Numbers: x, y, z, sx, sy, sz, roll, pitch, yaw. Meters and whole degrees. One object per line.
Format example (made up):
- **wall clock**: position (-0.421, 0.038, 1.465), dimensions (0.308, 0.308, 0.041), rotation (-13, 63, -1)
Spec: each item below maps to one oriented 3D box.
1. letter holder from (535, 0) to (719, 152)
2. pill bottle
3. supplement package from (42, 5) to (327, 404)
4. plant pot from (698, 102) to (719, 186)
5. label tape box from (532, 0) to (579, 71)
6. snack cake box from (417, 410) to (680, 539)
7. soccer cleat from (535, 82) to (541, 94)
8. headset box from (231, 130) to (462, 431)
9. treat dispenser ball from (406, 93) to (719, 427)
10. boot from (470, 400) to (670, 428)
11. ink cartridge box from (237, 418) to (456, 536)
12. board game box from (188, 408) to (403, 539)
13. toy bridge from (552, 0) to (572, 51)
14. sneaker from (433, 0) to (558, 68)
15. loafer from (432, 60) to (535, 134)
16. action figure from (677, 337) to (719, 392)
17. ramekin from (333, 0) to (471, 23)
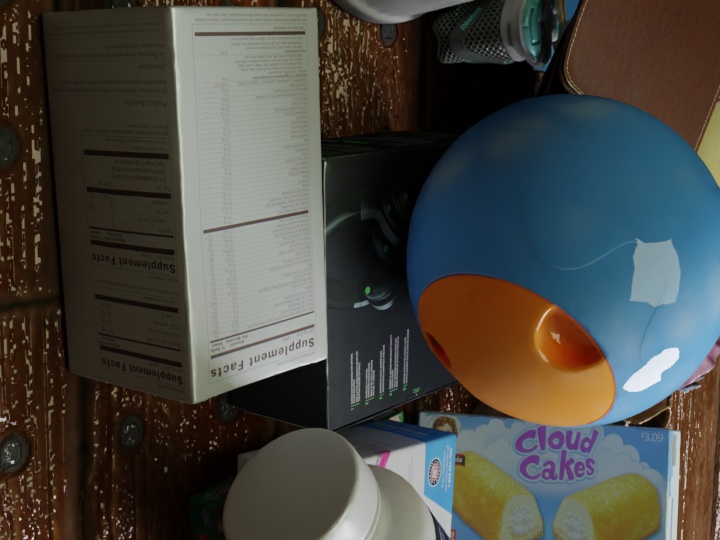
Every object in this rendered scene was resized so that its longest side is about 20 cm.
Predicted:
- **letter holder**: position (0.187, -0.165, 0.837), dimensions (0.142, 0.100, 0.201), rotation (39, 63, -24)
- **pill bottle**: position (0.005, 0.181, 0.645), dimensions (0.112, 0.110, 0.201), rotation (-56, 134, -28)
- **supplement package**: position (-0.095, -0.043, 0.635), dimensions (0.113, 0.109, 0.203), rotation (-13, 106, -49)
- **plant pot**: position (0.264, -0.069, 1.027), dimensions (0.199, 0.199, 0.143), rotation (28, 86, -49)
- **label tape box**: position (0.240, -0.248, 1.053), dimensions (0.199, 0.063, 0.146), rotation (-4, 99, -51)
- **snack cake box**: position (0.143, 0.173, 0.881), dimensions (0.067, 0.198, 0.117), rotation (19, 73, -66)
- **soccer cleat**: position (0.160, -0.084, 0.938), dimensions (0.069, 0.084, 0.201), rotation (72, 2, -49)
- **headset box**: position (0.000, 0.000, 0.774), dimensions (0.199, 0.092, 0.176), rotation (-15, 108, -49)
- **treat dispenser ball**: position (0.126, -0.006, 0.696), dimensions (0.200, 0.199, 0.204), rotation (-12, 105, -49)
- **boot**: position (0.199, 0.101, 0.989), dimensions (0.201, 0.154, 0.074), rotation (-57, 135, -27)
- **ink cartridge box**: position (-0.021, 0.173, 0.752), dimensions (0.199, 0.067, 0.117), rotation (-3, 98, -51)
- **board game box**: position (-0.036, 0.192, 0.814), dimensions (0.199, 0.029, 0.136), rotation (-18, 111, -48)
- **toy bridge**: position (0.186, -0.205, 0.948), dimensions (0.027, 0.067, 0.202), rotation (-18, 91, -28)
- **sneaker**: position (0.105, -0.203, 0.886), dimensions (0.200, 0.090, 0.078), rotation (-53, 135, -66)
- **loafer**: position (0.090, -0.072, 0.904), dimensions (0.071, 0.072, 0.202), rotation (28, 81, -67)
- **action figure**: position (0.289, 0.026, 1.161), dimensions (0.200, 0.148, 0.135), rotation (40, 34, -27)
- **ramekin**: position (0.045, -0.275, 0.781), dimensions (0.201, 0.094, 0.205), rotation (-11, 105, -49)
